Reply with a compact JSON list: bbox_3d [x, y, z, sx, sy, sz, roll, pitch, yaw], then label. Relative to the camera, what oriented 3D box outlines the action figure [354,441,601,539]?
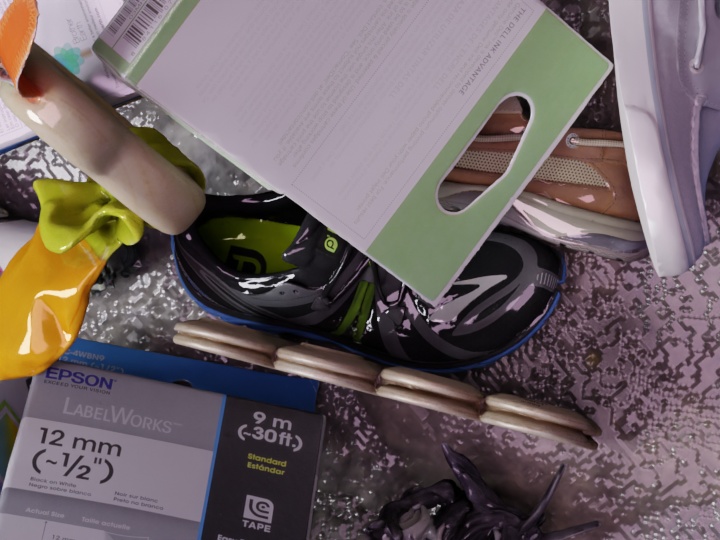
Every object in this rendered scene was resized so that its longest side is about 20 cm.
[{"bbox_3d":[0.022,0.167,1.195,0.199,0.102,0.119,-29,106,18],"label":"action figure"}]

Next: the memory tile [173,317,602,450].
[{"bbox_3d":[0.016,0.054,1.151,0.198,0.153,0.017,13,87,11],"label":"memory tile"}]

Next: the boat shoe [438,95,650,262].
[{"bbox_3d":[0.053,-0.063,1.157,0.198,0.076,0.072,16,95,-8],"label":"boat shoe"}]

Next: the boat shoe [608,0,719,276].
[{"bbox_3d":[0.151,-0.096,1.109,0.068,0.072,0.202,-6,65,7],"label":"boat shoe"}]

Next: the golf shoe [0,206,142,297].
[{"bbox_3d":[-0.211,-0.016,1.241,0.198,0.077,0.089,-4,90,14],"label":"golf shoe"}]

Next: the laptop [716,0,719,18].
[{"bbox_3d":[0.255,-0.064,1.084,0.186,0.116,0.201,-28,92,17],"label":"laptop"}]

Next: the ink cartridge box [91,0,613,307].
[{"bbox_3d":[0.000,-0.096,1.085,0.200,0.048,0.146,36,92,-34],"label":"ink cartridge box"}]

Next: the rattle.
[{"bbox_3d":[-0.158,-0.041,1.060,0.142,0.200,0.131,-34,79,6],"label":"rattle"}]

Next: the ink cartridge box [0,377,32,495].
[{"bbox_3d":[-0.192,0.110,1.191,0.059,0.200,0.105,-9,98,15],"label":"ink cartridge box"}]

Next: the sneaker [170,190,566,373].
[{"bbox_3d":[0.000,0.000,1.176,0.198,0.083,0.071,8,68,14],"label":"sneaker"}]

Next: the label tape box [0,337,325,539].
[{"bbox_3d":[-0.093,0.098,1.149,0.142,0.201,0.066,11,137,-4],"label":"label tape box"}]

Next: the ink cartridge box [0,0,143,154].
[{"bbox_3d":[-0.212,-0.117,1.191,0.199,0.076,0.137,-21,93,-3],"label":"ink cartridge box"}]
